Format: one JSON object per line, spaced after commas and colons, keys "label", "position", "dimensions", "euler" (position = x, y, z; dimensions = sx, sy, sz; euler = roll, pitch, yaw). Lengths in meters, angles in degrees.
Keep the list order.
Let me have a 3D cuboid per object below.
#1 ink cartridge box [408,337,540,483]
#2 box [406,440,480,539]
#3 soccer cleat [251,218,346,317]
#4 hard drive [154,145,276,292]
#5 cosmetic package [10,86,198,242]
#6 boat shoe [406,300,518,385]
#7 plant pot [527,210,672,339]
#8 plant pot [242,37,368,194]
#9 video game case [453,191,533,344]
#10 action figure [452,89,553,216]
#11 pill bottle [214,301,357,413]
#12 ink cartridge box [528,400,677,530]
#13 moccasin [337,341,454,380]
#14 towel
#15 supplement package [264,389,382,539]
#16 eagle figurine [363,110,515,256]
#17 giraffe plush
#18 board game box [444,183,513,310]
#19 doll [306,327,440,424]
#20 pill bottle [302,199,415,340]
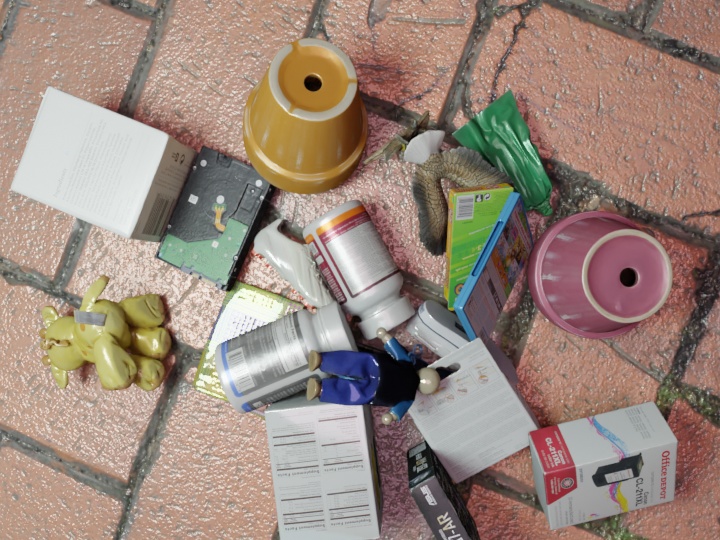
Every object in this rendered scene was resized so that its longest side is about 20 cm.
{"label": "ink cartridge box", "position": [0.167, 0.213, 1.054], "dimensions": [0.161, 0.057, 0.201], "euler": [-31, 100, 12]}
{"label": "box", "position": [0.127, 0.356, 1.014], "dimensions": [0.043, 0.200, 0.161], "euler": [-29, 90, 3]}
{"label": "soccer cleat", "position": [-0.088, 0.001, 1.093], "dimensions": [0.200, 0.069, 0.078], "euler": [44, 88, 5]}
{"label": "hard drive", "position": [-0.234, -0.084, 1.102], "dimensions": [0.138, 0.038, 0.202], "euler": [23, 89, 13]}
{"label": "cosmetic package", "position": [-0.390, -0.157, 1.057], "dimensions": [0.198, 0.165, 0.167], "euler": [22, 91, 1]}
{"label": "boat shoe", "position": [0.163, 0.129, 1.084], "dimensions": [0.199, 0.074, 0.065], "euler": [40, 120, -2]}
{"label": "plant pot", "position": [0.366, 0.006, 1.010], "dimensions": [0.197, 0.179, 0.203], "euler": [0, 90, 2]}
{"label": "plant pot", "position": [-0.078, -0.240, 1.007], "dimensions": [0.197, 0.183, 0.203], "euler": [2, 76, -8]}
{"label": "video game case", "position": [0.204, 0.004, 1.016], "dimensions": [0.018, 0.143, 0.201], "euler": [19, 69, 32]}
{"label": "action figure", "position": [0.246, -0.169, 1.080], "dimensions": [0.118, 0.055, 0.201], "euler": [-36, 95, 1]}
{"label": "pill bottle", "position": [-0.109, 0.128, 1.025], "dimensions": [0.198, 0.114, 0.115], "euler": [-22, 89, 2]}
{"label": "ink cartridge box", "position": [0.367, 0.297, 1.028], "dimensions": [0.197, 0.083, 0.147], "euler": [-15, 124, 3]}
{"label": "moccasin", "position": [0.056, 0.151, 1.076], "dimensions": [0.197, 0.080, 0.069], "euler": [8, 96, 2]}
{"label": "towel", "position": [-0.184, 0.130, 1.119], "dimensions": [0.142, 0.023, 0.202], "euler": [19, 90, 3]}
{"label": "supplement package", "position": [-0.051, 0.292, 1.045], "dimensions": [0.148, 0.152, 0.203], "euler": [-7, 91, 4]}
{"label": "eagle figurine", "position": [0.129, -0.140, 1.046], "dimensions": [0.151, 0.151, 0.201], "euler": [-40, 96, -37]}
{"label": "giraffe plush", "position": [-0.423, 0.115, 1.072], "dimensions": [0.160, 0.200, 0.175], "euler": [-16, 56, 26]}
{"label": "board game box", "position": [0.181, -0.033, 1.050], "dimensions": [0.094, 0.030, 0.202], "euler": [-7, 117, -11]}
{"label": "doll", "position": [0.025, 0.149, 0.966], "dimensions": [0.197, 0.048, 0.138], "euler": [8, 70, -19]}
{"label": "pill bottle", "position": [0.000, 0.000, 1.065], "dimensions": [0.109, 0.110, 0.202], "euler": [-29, 89, 3]}
